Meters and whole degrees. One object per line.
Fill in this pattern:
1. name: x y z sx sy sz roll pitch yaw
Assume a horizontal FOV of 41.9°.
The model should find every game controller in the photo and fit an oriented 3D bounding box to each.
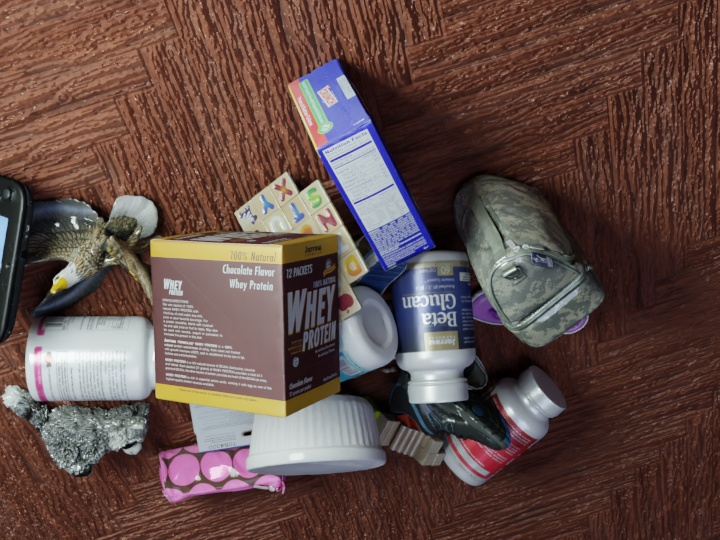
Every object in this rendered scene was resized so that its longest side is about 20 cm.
1. game controller: -0.445 -0.016 1.133 0.104 0.042 0.201 15 98 22

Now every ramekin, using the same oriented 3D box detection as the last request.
1. ramekin: -0.065 0.238 1.355 0.201 0.095 0.202 -2 163 -1

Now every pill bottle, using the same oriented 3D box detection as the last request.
1. pill bottle: -0.056 0.103 1.272 0.199 0.111 0.111 -23 132 31
2. pill bottle: 0.100 0.078 1.286 0.110 0.111 0.201 -3 85 -10
3. pill bottle: 0.227 0.246 1.509 0.112 0.113 0.200 33 115 -32
4. pill bottle: -0.339 0.119 1.273 0.199 0.114 0.114 0 128 -6

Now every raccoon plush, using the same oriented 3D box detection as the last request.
1. raccoon plush: -0.400 0.211 1.362 0.134 0.097 0.200 -38 126 8

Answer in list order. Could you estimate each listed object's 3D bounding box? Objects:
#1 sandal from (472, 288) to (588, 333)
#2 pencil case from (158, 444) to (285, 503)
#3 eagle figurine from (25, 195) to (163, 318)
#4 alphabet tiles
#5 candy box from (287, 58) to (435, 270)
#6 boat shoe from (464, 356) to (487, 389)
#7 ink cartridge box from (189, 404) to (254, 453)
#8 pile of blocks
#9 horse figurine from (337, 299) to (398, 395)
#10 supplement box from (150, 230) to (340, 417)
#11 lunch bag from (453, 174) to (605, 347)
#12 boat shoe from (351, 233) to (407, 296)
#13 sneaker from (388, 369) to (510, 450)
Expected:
1. sandal: 0.258 0.063 1.413 0.201 0.050 0.083 7 126 -17
2. pencil case: -0.215 0.316 1.477 0.199 0.094 0.091 -7 147 -5
3. eagle figurine: -0.357 -0.015 1.187 0.199 0.151 0.153 -2 92 31
4. alphabet tiles: -0.082 -0.015 1.203 0.166 0.201 0.006 -34 171 27
5. candy box: 0.002 -0.128 1.131 0.077 0.169 0.200 -27 128 4
6. boat shoe: 0.128 0.119 1.399 0.071 0.064 0.200 -53 133 0
7. ink cartridge box: -0.161 0.181 1.418 0.195 0.043 0.201 -7 130 -9
8. pile of blocks: 0.050 0.239 1.486 0.199 0.082 0.062 25 105 -10
9. horse figurine: 0.004 0.112 1.397 0.132 0.050 0.201 -7 131 -15
10. supplement box: -0.140 0.057 1.165 0.196 0.133 0.201 3 99 28
11. lunch bag: 0.208 -0.021 1.241 0.139 0.200 0.168 -40 127 18
12. boat shoe: 0.000 0.000 1.287 0.072 0.073 0.200 11 148 -31
13. sneaker: 0.136 0.221 1.441 0.199 0.073 0.082 32 114 5
